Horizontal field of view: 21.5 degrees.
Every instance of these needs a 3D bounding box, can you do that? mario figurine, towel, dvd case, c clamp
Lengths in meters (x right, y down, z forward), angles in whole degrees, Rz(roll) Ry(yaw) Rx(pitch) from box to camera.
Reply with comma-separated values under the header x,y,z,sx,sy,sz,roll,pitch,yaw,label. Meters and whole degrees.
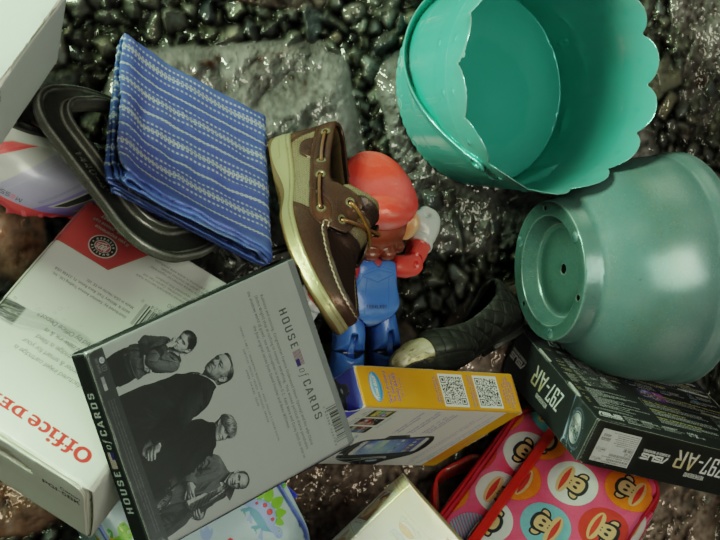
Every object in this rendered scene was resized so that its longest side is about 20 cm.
x,y,z,sx,sy,sz,roll,pitch,yaw,label
0.000,0.000,1.586,0.123,0.105,0.202,-15,112,-64,mario figurine
-0.128,-0.095,1.449,0.144,0.201,0.024,28,121,-24,towel
-0.102,0.094,1.367,0.199,0.025,0.152,-25,101,-40,dvd case
-0.158,-0.069,1.436,0.200,0.027,0.171,49,29,9,c clamp

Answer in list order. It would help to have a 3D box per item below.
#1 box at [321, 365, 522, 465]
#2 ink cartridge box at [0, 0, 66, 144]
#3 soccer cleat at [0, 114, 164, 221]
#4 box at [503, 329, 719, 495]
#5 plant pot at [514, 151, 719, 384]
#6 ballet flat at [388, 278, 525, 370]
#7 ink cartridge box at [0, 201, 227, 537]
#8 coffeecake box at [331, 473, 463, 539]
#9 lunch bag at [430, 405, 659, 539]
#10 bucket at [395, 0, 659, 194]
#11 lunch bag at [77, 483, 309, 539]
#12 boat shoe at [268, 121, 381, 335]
x,y,z,sx,sy,sz,roll,pitch,yaw,label
0.020,0.119,1.536,0.199,0.119,0.042,8,59,-40,box
-0.324,-0.169,1.315,0.199,0.145,0.145,35,73,-3,ink cartridge box
-0.237,-0.069,1.453,0.199,0.068,0.074,22,100,-29,soccer cleat
0.242,0.126,1.656,0.198,0.160,0.044,15,109,-29,box
0.215,-0.001,1.622,0.133,0.200,0.203,-1,91,-25,plant pot
0.075,0.055,1.595,0.199,0.066,0.057,-20,78,-57,ballet flat
-0.201,0.072,1.400,0.146,0.083,0.201,31,59,11,ink cartridge box
0.014,0.286,1.483,0.200,0.073,0.154,-43,93,-2,coffeecake box
0.142,0.217,1.612,0.175,0.082,0.200,30,55,15,lunch bag
0.135,-0.163,1.609,0.205,0.134,0.210,0,90,-29,bucket
-0.140,0.182,1.491,0.160,0.082,0.201,-36,106,-23,lunch bag
-0.020,-0.040,1.477,0.071,0.201,0.072,-22,135,9,boat shoe
